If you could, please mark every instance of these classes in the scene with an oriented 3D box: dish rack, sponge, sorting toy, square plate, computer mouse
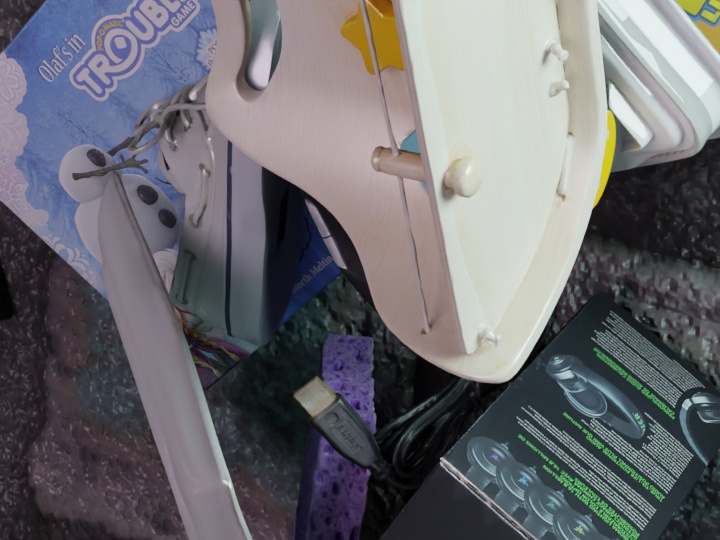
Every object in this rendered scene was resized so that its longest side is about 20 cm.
[{"bbox_3d":[0.056,-0.112,0.805,0.200,0.044,0.171,46,162,-15],"label":"dish rack"},{"bbox_3d":[-0.019,0.146,0.981,0.030,0.112,0.202,6,112,-4],"label":"sponge"},{"bbox_3d":[-0.004,-0.083,0.744,0.179,0.107,0.201,21,143,31],"label":"sorting toy"},{"bbox_3d":[-0.079,0.087,0.906,0.199,0.028,0.201,79,170,-48],"label":"square plate"},{"bbox_3d":[0.000,0.000,0.870,0.046,0.141,0.201,5,136,48],"label":"computer mouse"}]

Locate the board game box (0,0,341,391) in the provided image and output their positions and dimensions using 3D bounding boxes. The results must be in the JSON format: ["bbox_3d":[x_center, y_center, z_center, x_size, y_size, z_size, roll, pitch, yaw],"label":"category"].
[{"bbox_3d":[-0.086,-0.064,0.964,0.199,0.043,0.200,44,126,-7],"label":"board game box"}]

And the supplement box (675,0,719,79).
[{"bbox_3d":[0.161,-0.103,0.794,0.199,0.069,0.067,34,89,25],"label":"supplement box"}]

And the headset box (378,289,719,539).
[{"bbox_3d":[0.060,0.130,0.852,0.093,0.200,0.175,40,122,8],"label":"headset box"}]

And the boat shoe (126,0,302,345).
[{"bbox_3d":[-0.070,-0.057,0.896,0.085,0.075,0.203,18,135,12],"label":"boat shoe"}]

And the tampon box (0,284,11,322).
[{"bbox_3d":[-0.339,0.006,1.139,0.199,0.149,0.127,-16,93,37],"label":"tampon box"}]
